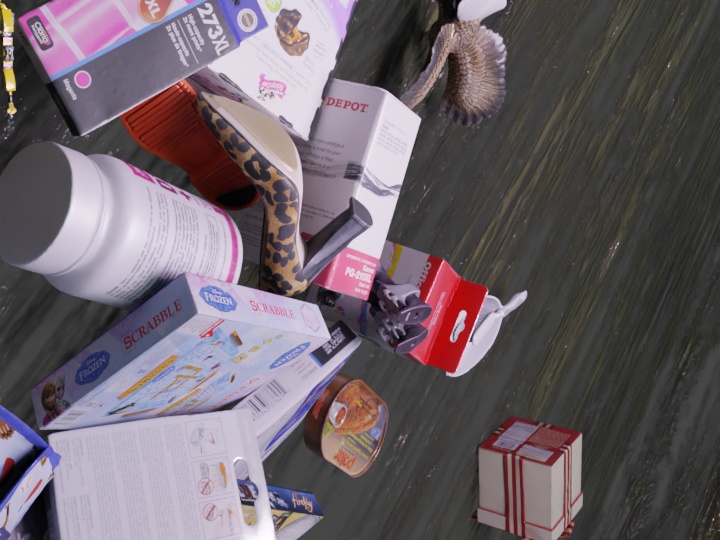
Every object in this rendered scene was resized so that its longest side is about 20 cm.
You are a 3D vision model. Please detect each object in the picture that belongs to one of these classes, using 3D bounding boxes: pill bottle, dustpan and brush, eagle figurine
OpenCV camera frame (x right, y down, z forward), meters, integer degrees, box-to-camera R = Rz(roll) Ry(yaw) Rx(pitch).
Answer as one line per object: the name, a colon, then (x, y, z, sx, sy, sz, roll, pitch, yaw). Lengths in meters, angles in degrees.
pill bottle: (-0.197, -0.028, 0.727, 0.199, 0.112, 0.116, 25, 84, -58)
dustpan and brush: (0.216, 0.081, 1.473, 0.199, 0.056, 0.142, -40, 135, -42)
eagle figurine: (0.107, -0.268, 1.082, 0.151, 0.148, 0.205, -45, 138, -68)

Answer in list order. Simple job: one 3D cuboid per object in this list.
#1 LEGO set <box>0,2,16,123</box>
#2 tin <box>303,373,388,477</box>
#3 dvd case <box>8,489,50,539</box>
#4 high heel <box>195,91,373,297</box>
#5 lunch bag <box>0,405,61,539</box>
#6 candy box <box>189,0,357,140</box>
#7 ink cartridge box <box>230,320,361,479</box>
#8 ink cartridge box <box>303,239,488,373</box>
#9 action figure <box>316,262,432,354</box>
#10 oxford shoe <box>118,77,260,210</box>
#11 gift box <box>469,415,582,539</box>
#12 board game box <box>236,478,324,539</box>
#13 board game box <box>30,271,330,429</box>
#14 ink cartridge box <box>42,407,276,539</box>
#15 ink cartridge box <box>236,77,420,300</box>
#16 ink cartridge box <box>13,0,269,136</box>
LEGO set: (-0.282, -0.110, 0.550, 0.153, 0.114, 0.204, 25, 84, -58)
tin: (-0.018, 0.212, 1.183, 0.114, 0.041, 0.200, -67, 152, -18)
dvd case: (-0.265, 0.248, 0.765, 0.198, 0.016, 0.152, -15, 81, -55)
high heel: (-0.102, -0.058, 0.791, 0.199, 0.142, 0.072, 39, 28, -24)
lunch bag: (-0.318, 0.160, 0.617, 0.171, 0.122, 0.202, -56, 146, -26)
candy box: (-0.085, -0.254, 0.835, 0.167, 0.070, 0.204, 29, 80, -58)
ink cartridge box: (-0.103, 0.168, 0.987, 0.197, 0.047, 0.201, -40, 170, -46)
ink cartridge box: (0.040, 0.033, 1.044, 0.067, 0.197, 0.118, 39, 73, -57)
action figure: (0.000, 0.000, 0.978, 0.068, 0.200, 0.132, -18, 140, -35)
oxford shoe: (-0.162, -0.140, 0.793, 0.201, 0.070, 0.074, 53, 20, -42)
gift box: (0.318, 0.417, 1.690, 0.198, 0.182, 0.192, -22, 114, -47)
board game box: (-0.143, 0.294, 0.975, 0.135, 0.035, 0.199, -40, 149, 9)
board game box: (-0.157, 0.084, 0.795, 0.198, 0.042, 0.198, -34, 155, 20)
ink cartridge box: (-0.180, 0.219, 0.791, 0.196, 0.047, 0.164, -2, 69, -34)
ink cartridge box: (-0.037, -0.090, 0.916, 0.084, 0.143, 0.205, 18, 89, -56)
ink cartridge box: (-0.165, -0.197, 0.697, 0.199, 0.037, 0.096, -37, 114, -24)
